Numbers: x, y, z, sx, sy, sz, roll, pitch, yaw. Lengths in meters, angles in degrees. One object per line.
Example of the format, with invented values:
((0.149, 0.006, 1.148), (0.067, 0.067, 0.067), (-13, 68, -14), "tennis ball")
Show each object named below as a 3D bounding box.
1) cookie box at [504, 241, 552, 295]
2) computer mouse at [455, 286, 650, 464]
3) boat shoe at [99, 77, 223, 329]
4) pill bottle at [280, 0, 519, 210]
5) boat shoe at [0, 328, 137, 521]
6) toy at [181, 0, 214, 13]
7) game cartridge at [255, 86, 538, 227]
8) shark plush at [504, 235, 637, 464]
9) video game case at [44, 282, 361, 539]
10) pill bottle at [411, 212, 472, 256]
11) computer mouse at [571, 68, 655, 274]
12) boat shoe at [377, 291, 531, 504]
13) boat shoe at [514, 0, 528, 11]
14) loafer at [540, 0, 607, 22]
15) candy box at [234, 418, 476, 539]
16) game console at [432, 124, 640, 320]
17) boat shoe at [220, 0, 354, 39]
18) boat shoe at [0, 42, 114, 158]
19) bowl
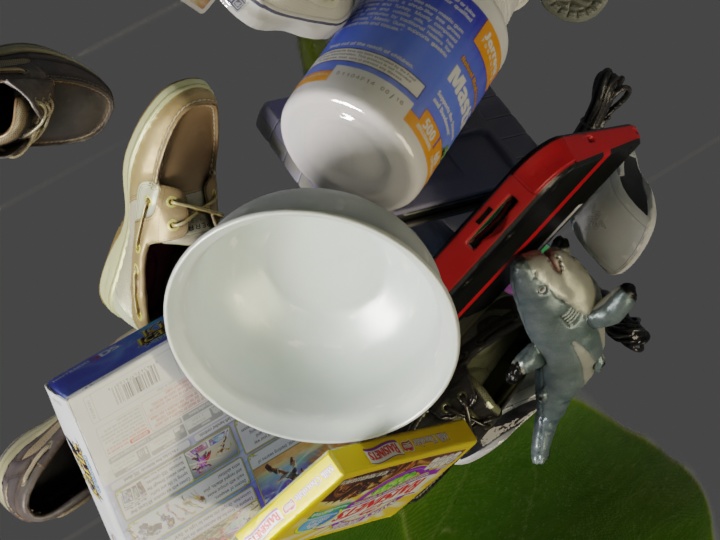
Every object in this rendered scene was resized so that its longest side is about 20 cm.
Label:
((0.065, 0.034, 1.812), (0.200, 0.075, 0.171), (-51, 145, 6), "cookie box")
((0.133, 0.083, 1.794), (0.200, 0.110, 0.044), (-38, 126, 0), "computer mouse")
((-0.129, -0.040, 1.555), (0.074, 0.066, 0.201), (-15, 134, -37), "boat shoe")
((0.036, -0.147, 1.544), (0.200, 0.112, 0.112), (-56, 152, -33), "pill bottle")
((-0.178, 0.115, 1.613), (0.200, 0.073, 0.075), (-45, 117, -4), "boat shoe")
((-0.067, -0.261, 1.429), (0.200, 0.047, 0.115), (-52, 145, 6), "toy")
((0.035, -0.093, 1.619), (0.199, 0.130, 0.038), (-15, 151, -36), "game cartridge")
((0.140, 0.059, 1.707), (0.083, 0.091, 0.200), (-22, 143, -31), "shark plush")
((-0.105, 0.114, 1.580), (0.200, 0.045, 0.182), (-30, 116, -22), "video game case")
((0.000, 0.000, 1.686), (0.200, 0.110, 0.110), (-48, 144, 1), "pill bottle")
((0.190, -0.073, 1.754), (0.044, 0.200, 0.110), (24, 117, -19), "computer mouse")
((0.081, 0.098, 1.723), (0.072, 0.066, 0.201), (50, 64, -30), "boat shoe")
((0.105, -0.254, 1.590), (0.071, 0.069, 0.200), (-38, 144, -17), "boat shoe")
((0.183, -0.287, 1.653), (0.075, 0.070, 0.201), (24, 101, -7), "loafer")
((0.000, 0.155, 1.584), (0.102, 0.026, 0.200), (-41, 163, 26), "candy box")
((0.112, -0.030, 1.632), (0.200, 0.031, 0.177), (-48, 168, 26), "game console")
((-0.035, -0.201, 1.447), (0.070, 0.071, 0.200), (-40, 171, 18), "boat shoe")
((-0.234, -0.099, 1.389), (0.199, 0.073, 0.075), (-1, 124, -45), "boat shoe")
((-0.028, 0.015, 1.497), (0.200, 0.091, 0.202), (4, 127, 6), "bowl")
